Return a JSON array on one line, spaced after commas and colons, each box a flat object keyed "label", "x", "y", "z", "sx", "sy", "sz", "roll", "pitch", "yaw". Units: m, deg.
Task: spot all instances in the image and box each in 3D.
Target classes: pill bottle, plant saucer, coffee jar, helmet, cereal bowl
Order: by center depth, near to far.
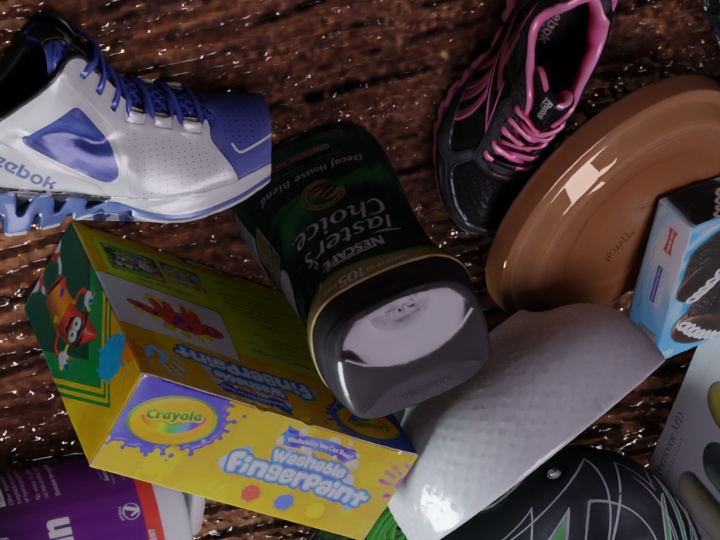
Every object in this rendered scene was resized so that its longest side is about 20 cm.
[{"label": "coffee jar", "x": 0.000, "y": 0.000, "z": 1.420, "sx": 0.104, "sy": 0.200, "sz": 0.086, "roll": -23, "pitch": 129, "yaw": -8}, {"label": "cereal bowl", "x": 0.090, "y": 0.084, "z": 1.500, "sx": 0.200, "sy": 0.200, "sz": 0.083, "roll": -37, "pitch": 86, "yaw": 4}, {"label": "pill bottle", "x": -0.211, "y": 0.183, "z": 1.510, "sx": 0.199, "sy": 0.113, "sz": 0.113, "roll": -12, "pitch": 126, "yaw": -16}, {"label": "plant saucer", "x": 0.168, "y": -0.039, "z": 1.527, "sx": 0.200, "sy": 0.032, "sz": 0.201, "roll": -30, "pitch": 150, "yaw": -19}, {"label": "helmet", "x": 0.149, "y": 0.228, "z": 1.646, "sx": 0.190, "sy": 0.201, "sz": 0.200, "roll": -31, "pitch": 134, "yaw": 29}]

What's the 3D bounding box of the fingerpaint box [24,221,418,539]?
[{"label": "fingerpaint box", "x": -0.088, "y": 0.069, "z": 1.452, "sx": 0.200, "sy": 0.167, "sz": 0.073, "roll": 19, "pitch": 113, "yaw": -33}]

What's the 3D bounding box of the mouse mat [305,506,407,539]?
[{"label": "mouse mat", "x": 0.048, "y": 0.151, "z": 1.641, "sx": 0.200, "sy": 0.008, "sz": 0.161, "roll": -49, "pitch": 145, "yaw": 14}]

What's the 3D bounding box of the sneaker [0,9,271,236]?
[{"label": "sneaker", "x": -0.146, "y": -0.090, "z": 1.372, "sx": 0.199, "sy": 0.081, "sz": 0.115, "roll": -9, "pitch": 128, "yaw": -16}]

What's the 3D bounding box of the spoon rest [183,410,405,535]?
[{"label": "spoon rest", "x": -0.040, "y": 0.120, "z": 1.588, "sx": 0.199, "sy": 0.061, "sz": 0.100, "roll": -14, "pitch": 129, "yaw": -32}]

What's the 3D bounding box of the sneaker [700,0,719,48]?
[{"label": "sneaker", "x": 0.267, "y": -0.151, "z": 1.521, "sx": 0.074, "sy": 0.079, "sz": 0.201, "roll": -10, "pitch": 113, "yaw": 20}]

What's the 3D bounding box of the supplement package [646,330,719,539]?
[{"label": "supplement package", "x": 0.329, "y": 0.138, "z": 1.634, "sx": 0.150, "sy": 0.200, "sz": 0.152, "roll": -12, "pitch": 136, "yaw": -30}]

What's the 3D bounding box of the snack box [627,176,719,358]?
[{"label": "snack box", "x": 0.269, "y": -0.020, "z": 1.589, "sx": 0.200, "sy": 0.037, "sz": 0.116, "roll": -20, "pitch": 138, "yaw": -32}]

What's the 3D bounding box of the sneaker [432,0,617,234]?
[{"label": "sneaker", "x": 0.102, "y": -0.103, "z": 1.455, "sx": 0.079, "sy": 0.095, "sz": 0.200, "roll": 16, "pitch": 114, "yaw": -13}]
